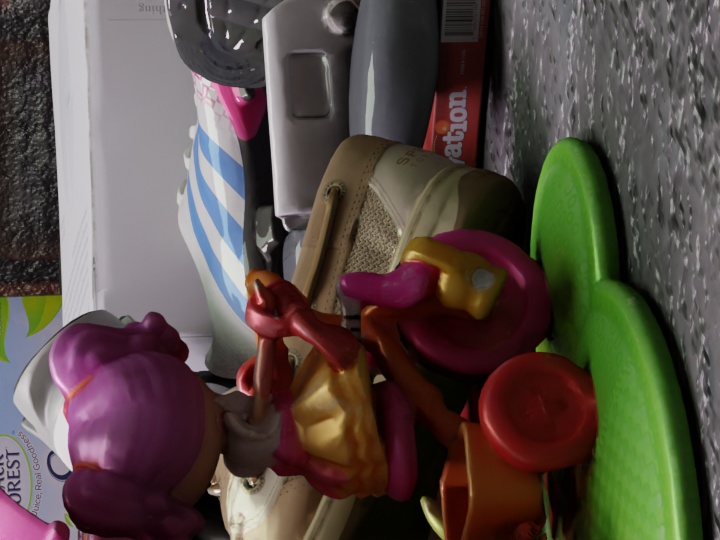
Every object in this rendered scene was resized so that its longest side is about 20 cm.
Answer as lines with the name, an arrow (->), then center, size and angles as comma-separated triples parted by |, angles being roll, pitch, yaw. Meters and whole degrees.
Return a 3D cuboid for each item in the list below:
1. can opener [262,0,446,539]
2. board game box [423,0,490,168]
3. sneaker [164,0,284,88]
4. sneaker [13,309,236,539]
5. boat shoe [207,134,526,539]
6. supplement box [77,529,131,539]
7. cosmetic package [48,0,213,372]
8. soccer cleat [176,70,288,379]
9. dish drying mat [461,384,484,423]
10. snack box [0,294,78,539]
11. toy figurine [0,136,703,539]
can opener -> 0.000, 0.000, 0.910 | 0.066, 0.052, 0.201 | 155, 113, -78
board game box -> 0.016, -0.097, 1.009 | 0.200, 0.019, 0.103 | -109, 21, -61
sneaker -> -0.010, -0.159, 0.973 | 0.085, 0.074, 0.201 | -81, 13, -77
sneaker -> -0.063, 0.082, 1.081 | 0.088, 0.074, 0.200 | 42, -178, 21
boat shoe -> -0.013, 0.058, 0.858 | 0.201, 0.064, 0.071 | -68, -24, -5
supplement box -> -0.069, 0.171, 1.287 | 0.086, 0.110, 0.201 | 98, 166, -45
cosmetic package -> -0.067, -0.047, 1.202 | 0.199, 0.122, 0.201 | 126, 143, -74
soccer cleat -> -0.044, -0.054, 1.059 | 0.086, 0.070, 0.201 | -27, 63, 55
dish drying mat -> 0.032, 0.117, 0.955 | 0.200, 0.018, 0.077 | 105, 160, -57
snack box -> -0.127, 0.114, 1.451 | 0.068, 0.168, 0.201 | 122, 145, -75
toy figurine -> -0.019, 0.057, 0.748 | 0.150, 0.183, 0.201 | 107, 160, -62
